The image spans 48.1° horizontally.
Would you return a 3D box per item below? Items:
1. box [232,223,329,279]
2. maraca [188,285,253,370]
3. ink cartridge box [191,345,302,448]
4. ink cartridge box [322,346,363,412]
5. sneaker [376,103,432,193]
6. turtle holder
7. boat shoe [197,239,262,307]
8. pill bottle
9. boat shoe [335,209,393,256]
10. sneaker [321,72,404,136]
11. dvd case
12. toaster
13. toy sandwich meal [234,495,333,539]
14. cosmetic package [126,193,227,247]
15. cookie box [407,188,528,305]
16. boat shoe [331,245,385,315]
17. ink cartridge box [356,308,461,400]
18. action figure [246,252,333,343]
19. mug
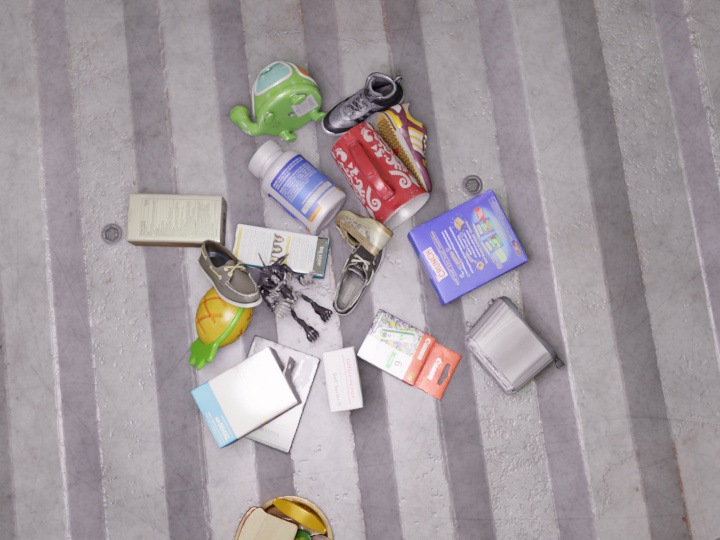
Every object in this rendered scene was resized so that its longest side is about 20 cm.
[{"bbox_3d":[-0.167,-0.039,1.701,0.196,0.049,0.084,10,82,1],"label":"box"},{"bbox_3d":[-0.288,0.107,1.643,0.106,0.136,0.202,34,78,-27],"label":"maraca"},{"bbox_3d":[-0.209,0.243,1.594,0.198,0.129,0.127,-29,83,-4],"label":"ink cartridge box"},{"bbox_3d":[-0.034,0.215,1.587,0.066,0.200,0.120,-9,81,-1],"label":"ink cartridge box"},{"bbox_3d":[0.117,-0.261,1.722,0.089,0.075,0.202,-29,94,-22],"label":"sneaker"},{"bbox_3d":[-0.174,-0.357,1.719,0.185,0.140,0.133,-41,63,33],"label":"turtle holder"},{"bbox_3d":[-0.261,0.005,1.600,0.071,0.061,0.201,-19,39,-33],"label":"boat shoe"},{"bbox_3d":[-0.136,-0.179,1.691,0.199,0.112,0.112,41,84,5],"label":"pill bottle"},{"bbox_3d":[-0.006,-0.075,1.639,0.073,0.199,0.063,33,84,-25],"label":"boat shoe"},{"bbox_3d":[0.003,-0.360,1.716,0.198,0.114,0.076,-27,82,-4],"label":"sneaker"},{"bbox_3d":[-0.183,0.255,1.670,0.148,0.025,0.203,19,83,3],"label":"dvd case"},{"bbox_3d":[0.302,0.161,1.641,0.129,0.114,0.201,-41,86,-2],"label":"toaster"},{"bbox_3d":[-0.151,0.542,1.603,0.201,0.070,0.210,0,81,0],"label":"toy sandwich meal"},{"bbox_3d":[-0.384,-0.104,1.699,0.196,0.071,0.107,3,82,0],"label":"cosmetic package"},{"bbox_3d":[0.220,-0.047,1.689,0.197,0.075,0.173,-26,83,-4],"label":"cookie box"},{"bbox_3d":[0.000,0.000,1.687,0.070,0.064,0.203,23,82,4],"label":"boat shoe"},{"bbox_3d":[0.102,0.174,1.668,0.198,0.050,0.110,28,82,5],"label":"ink cartridge box"},{"bbox_3d":[-0.139,0.047,1.631,0.200,0.102,0.119,45,74,-22],"label":"action figure"},{"bbox_3d":[0.039,-0.205,1.669,0.132,0.178,0.201,-31,78,-19],"label":"mug"}]
